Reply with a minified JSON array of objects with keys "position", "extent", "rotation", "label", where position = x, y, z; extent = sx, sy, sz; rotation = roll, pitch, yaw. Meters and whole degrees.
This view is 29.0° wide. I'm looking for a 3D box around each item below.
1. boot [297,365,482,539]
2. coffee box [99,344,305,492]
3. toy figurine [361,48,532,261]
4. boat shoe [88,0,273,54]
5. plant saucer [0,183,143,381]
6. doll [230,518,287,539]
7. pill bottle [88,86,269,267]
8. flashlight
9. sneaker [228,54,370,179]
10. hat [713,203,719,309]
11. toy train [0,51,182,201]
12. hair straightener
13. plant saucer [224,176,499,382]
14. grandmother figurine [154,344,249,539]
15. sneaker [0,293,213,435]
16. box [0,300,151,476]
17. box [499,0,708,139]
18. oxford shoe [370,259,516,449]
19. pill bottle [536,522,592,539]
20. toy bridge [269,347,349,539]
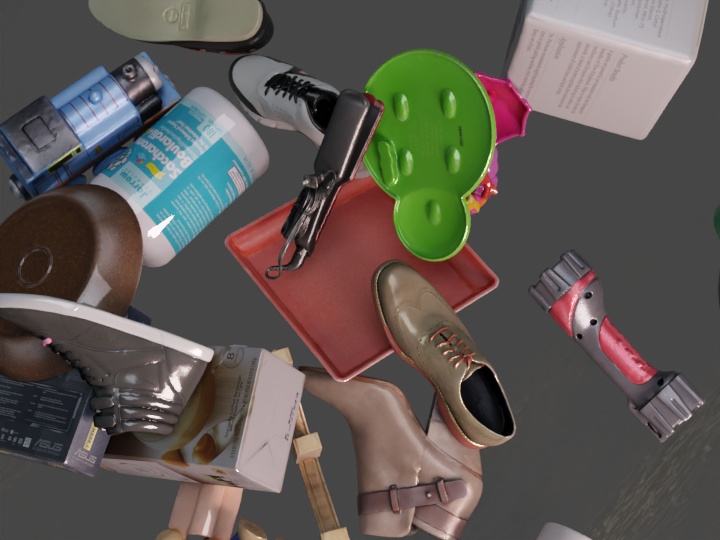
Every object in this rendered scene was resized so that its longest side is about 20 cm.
[{"position":[0.021,0.180,1.340],"extent":[0.199,0.070,0.147],"rotation":[10,84,13],"label":"boot"},{"position":[-0.162,0.133,1.288],"extent":[0.199,0.080,0.115],"rotation":[0,68,31],"label":"coffee box"},{"position":[0.107,-0.123,1.385],"extent":[0.149,0.184,0.202],"rotation":[-1,100,32],"label":"toy figurine"},{"position":[-0.189,-0.267,1.464],"extent":[0.200,0.063,0.074],"rotation":[10,84,15],"label":"boat shoe"},{"position":[-0.294,0.002,1.294],"extent":[0.199,0.037,0.202],"rotation":[-12,62,23],"label":"plant saucer"},{"position":[-0.134,0.330,1.281],"extent":[0.136,0.048,0.201],"rotation":[28,89,-14],"label":"doll"},{"position":[-0.194,-0.080,1.381],"extent":[0.111,0.111,0.200],"rotation":[43,76,10],"label":"pill bottle"},{"position":[0.256,0.071,1.378],"extent":[0.068,0.068,0.200],"rotation":[-40,78,-16],"label":"flashlight"},{"position":[-0.057,-0.174,1.418],"extent":[0.199,0.080,0.074],"rotation":[32,74,24],"label":"sneaker"},{"position":[0.390,0.046,1.417],"extent":[0.165,0.177,0.200],"rotation":[34,37,10],"label":"hat"},{"position":[-0.271,-0.143,1.394],"extent":[0.200,0.114,0.087],"rotation":[-36,78,-11],"label":"toy train"},{"position":[-0.045,-0.079,1.309],"extent":[0.041,0.077,0.201],"rotation":[33,102,21],"label":"hair straightener"},{"position":[0.000,0.000,1.372],"extent":[0.199,0.037,0.200],"rotation":[-31,63,-21],"label":"plant saucer"},{"position":[-0.131,0.170,1.338],"extent":[0.120,0.061,0.201],"rotation":[13,76,-6],"label":"grandmother figurine"},{"position":[-0.234,0.085,1.204],"extent":[0.199,0.071,0.100],"rotation":[19,82,-15],"label":"sneaker"},{"position":[-0.307,0.097,1.309],"extent":[0.199,0.051,0.159],"rotation":[7,71,32],"label":"box"},{"position":[0.252,-0.273,1.410],"extent":[0.170,0.199,0.201],"rotation":[16,73,2],"label":"box"},{"position":[0.084,0.073,1.281],"extent":[0.070,0.075,0.201],"rotation":[-38,96,-21],"label":"oxford shoe"},{"position":[0.161,0.339,1.269],"extent":[0.114,0.114,0.201],"rotation":[30,75,7],"label":"pill bottle"},{"position":[-0.053,0.170,1.334],"extent":[0.027,0.067,0.201],"rotation":[-17,76,-7],"label":"toy bridge"}]
